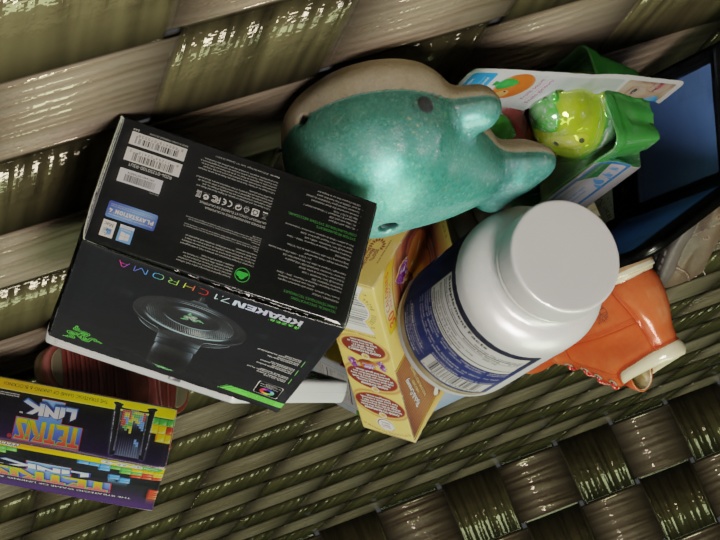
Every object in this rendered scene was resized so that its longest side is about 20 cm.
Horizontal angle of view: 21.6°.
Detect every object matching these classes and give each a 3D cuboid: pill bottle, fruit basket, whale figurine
[{"bbox_3d":[0.109,0.018,1.376,0.111,0.111,0.200,-17,170,-23],"label":"pill bottle"},{"bbox_3d":[0.113,-0.095,1.396,0.200,0.094,0.185,-8,160,-37],"label":"fruit basket"},{"bbox_3d":[0.042,-0.066,1.277,0.200,0.104,0.159,16,146,-37],"label":"whale figurine"}]

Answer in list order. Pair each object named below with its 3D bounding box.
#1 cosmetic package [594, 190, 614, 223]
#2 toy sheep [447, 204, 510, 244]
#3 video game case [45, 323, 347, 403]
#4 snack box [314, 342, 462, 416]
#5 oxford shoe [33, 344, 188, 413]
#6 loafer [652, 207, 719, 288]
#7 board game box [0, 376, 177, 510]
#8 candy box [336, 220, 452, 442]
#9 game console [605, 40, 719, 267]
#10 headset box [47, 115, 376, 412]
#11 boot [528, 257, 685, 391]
[{"bbox_3d":[0.289,-0.103,1.611,0.085,0.108,0.200,-13,162,-42],"label":"cosmetic package"},{"bbox_3d":[0.128,-0.025,1.601,0.138,0.138,0.200,-6,142,-50],"label":"toy sheep"},{"bbox_3d":[-0.132,0.077,1.563,0.182,0.023,0.200,15,-177,25],"label":"video game case"},{"bbox_3d":[0.064,0.073,1.763,0.200,0.053,0.142,-22,-154,-28],"label":"snack box"},{"bbox_3d":[-0.230,0.100,1.637,0.075,0.070,0.200,-9,165,26],"label":"oxford shoe"},{"bbox_3d":[0.278,-0.066,1.525,0.071,0.073,0.200,-5,140,-30],"label":"loafer"},{"bbox_3d":[-0.261,0.142,1.573,0.200,0.057,0.165,11,159,-5],"label":"board game box"},{"bbox_3d":[0.031,0.032,1.521,0.117,0.056,0.200,-57,148,-32],"label":"candy box"},{"bbox_3d":[0.209,-0.077,1.440,0.116,0.176,0.200,2,169,-24],"label":"game console"},{"bbox_3d":[-0.104,0.003,1.245,0.174,0.093,0.200,19,156,-9],"label":"headset box"},{"bbox_3d":[0.191,0.064,1.572,0.075,0.107,0.200,-24,172,-34],"label":"boot"}]
